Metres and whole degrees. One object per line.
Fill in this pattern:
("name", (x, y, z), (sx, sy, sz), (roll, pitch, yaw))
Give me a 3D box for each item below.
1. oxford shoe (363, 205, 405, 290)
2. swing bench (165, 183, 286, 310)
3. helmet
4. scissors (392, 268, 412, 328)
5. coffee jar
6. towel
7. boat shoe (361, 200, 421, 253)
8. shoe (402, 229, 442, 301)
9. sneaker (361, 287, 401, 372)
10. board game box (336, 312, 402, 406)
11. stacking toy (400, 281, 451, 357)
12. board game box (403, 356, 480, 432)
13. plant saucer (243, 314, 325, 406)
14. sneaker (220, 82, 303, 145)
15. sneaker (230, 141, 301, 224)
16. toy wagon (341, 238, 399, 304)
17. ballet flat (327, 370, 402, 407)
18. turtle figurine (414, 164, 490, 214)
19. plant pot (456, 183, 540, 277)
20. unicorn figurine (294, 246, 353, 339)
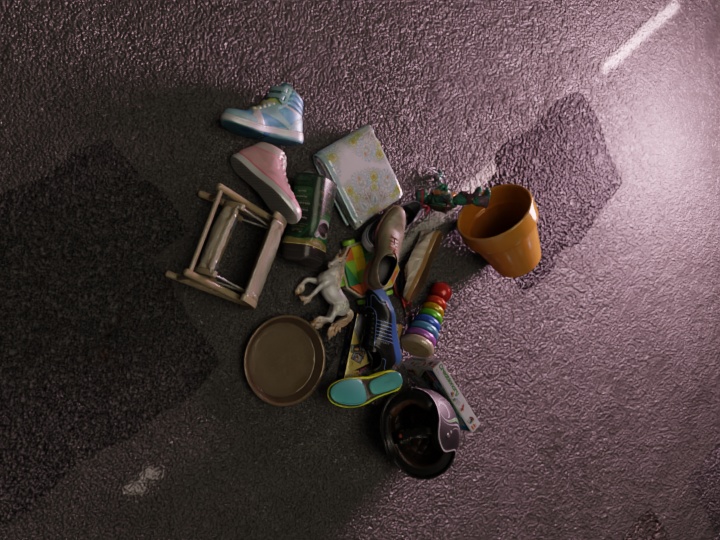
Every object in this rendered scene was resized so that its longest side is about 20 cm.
("oxford shoe", (0.069, -0.050, 1.650), (0.070, 0.075, 0.201), (17, 84, -24))
("swing bench", (-0.261, -0.043, 1.519), (0.200, 0.130, 0.200), (25, 76, -29))
("helmet", (0.141, 0.377, 1.719), (0.200, 0.200, 0.191), (-62, 148, -17))
("scissors", (0.109, 0.095, 1.811), (0.073, 0.014, 0.201), (0, 90, -34))
("coffee jar", (-0.114, -0.110, 1.627), (0.104, 0.085, 0.201), (26, 72, -64))
("towel", (-0.003, -0.219, 1.731), (0.171, 0.048, 0.200), (-35, 106, -30))
("boat shoe", (0.079, -0.108, 1.733), (0.072, 0.068, 0.200), (51, 47, 4))
("shoe", (0.142, -0.015, 1.803), (0.200, 0.053, 0.070), (-64, 160, -21))
("sneaker", (0.036, 0.136, 1.690), (0.078, 0.070, 0.201), (-20, 99, -35))
("board game box", (0.019, 0.212, 1.738), (0.135, 0.035, 0.201), (17, 80, -30))
("stacking toy", (0.169, 0.111, 1.804), (0.085, 0.085, 0.200), (40, 57, -24))
("board game box", (0.197, 0.301, 1.791), (0.035, 0.126, 0.200), (-40, 109, -25))
("plant saucer", (-0.170, 0.198, 1.627), (0.199, 0.029, 0.201), (1, 87, -31))
("sneaker", (-0.209, -0.352, 1.591), (0.200, 0.079, 0.131), (8, 86, -40))
("sneaker", (-0.176, -0.198, 1.580), (0.200, 0.075, 0.105), (45, 58, 7))
("toy wagon", (0.000, 0.000, 1.729), (0.200, 0.040, 0.156), (-19, 98, -30))
("ballet flat", (0.003, 0.272, 1.667), (0.199, 0.067, 0.067), (-9, 78, -32))
("turtle figurine", (0.212, -0.192, 1.822), (0.199, 0.150, 0.101), (6, 118, -13))
("plant pot", (0.374, -0.087, 1.883), (0.200, 0.200, 0.183), (-51, 128, -22))
("unicorn figurine", (-0.072, 0.045, 1.656), (0.137, 0.074, 0.200), (-30, 124, -13))
